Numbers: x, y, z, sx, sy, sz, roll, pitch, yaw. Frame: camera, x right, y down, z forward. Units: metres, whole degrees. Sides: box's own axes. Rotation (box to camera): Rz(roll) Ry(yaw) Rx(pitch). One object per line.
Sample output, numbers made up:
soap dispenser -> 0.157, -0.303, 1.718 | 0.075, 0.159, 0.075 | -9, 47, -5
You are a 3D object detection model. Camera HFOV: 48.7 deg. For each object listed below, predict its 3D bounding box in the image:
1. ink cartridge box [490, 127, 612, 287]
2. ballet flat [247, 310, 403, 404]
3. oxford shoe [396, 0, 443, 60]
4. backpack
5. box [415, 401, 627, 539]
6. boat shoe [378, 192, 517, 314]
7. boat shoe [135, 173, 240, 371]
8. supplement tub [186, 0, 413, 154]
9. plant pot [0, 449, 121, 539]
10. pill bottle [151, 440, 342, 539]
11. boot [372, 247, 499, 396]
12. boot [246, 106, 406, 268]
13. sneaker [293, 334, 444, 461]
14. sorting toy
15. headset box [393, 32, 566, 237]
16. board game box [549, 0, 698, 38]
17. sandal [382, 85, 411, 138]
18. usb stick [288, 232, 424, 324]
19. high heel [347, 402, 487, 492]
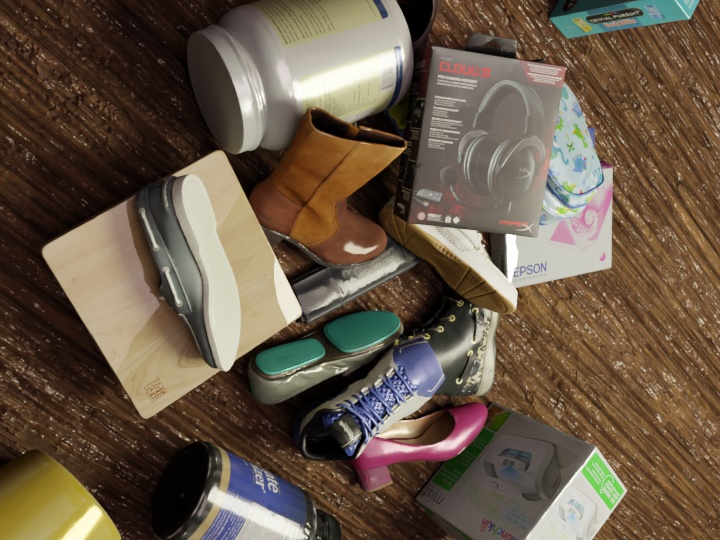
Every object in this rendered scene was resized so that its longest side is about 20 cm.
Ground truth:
ink cartridge box -> 0.262, -0.088, 1.086 | 0.195, 0.043, 0.202 | -10, 104, -28
ballet flat -> -0.041, 0.102, 0.938 | 0.199, 0.067, 0.064 | -18, 134, -26
oxford shoe -> 0.067, -0.314, 0.898 | 0.071, 0.073, 0.202 | 16, 71, -11
backpack -> 0.206, -0.152, 0.967 | 0.163, 0.153, 0.202 | -22, 107, -49
box -> 0.200, 0.288, 1.017 | 0.177, 0.200, 0.097 | -46, 116, -15
boat shoe -> 0.117, -0.029, 0.949 | 0.200, 0.071, 0.069 | 40, 64, -8
boat shoe -> -0.166, 0.006, 0.775 | 0.061, 0.073, 0.202 | -5, 113, 15
supplement tub -> -0.062, -0.210, 0.819 | 0.199, 0.145, 0.146 | -25, 109, -24
plant pot -> -0.332, 0.274, 0.723 | 0.189, 0.200, 0.202 | -44, 117, -34
pill bottle -> -0.120, 0.278, 0.882 | 0.200, 0.112, 0.112 | 35, 80, -30
boot -> 0.093, 0.068, 0.996 | 0.153, 0.073, 0.205 | -6, 99, -26
boot -> -0.012, -0.087, 0.841 | 0.187, 0.200, 0.069 | 19, 53, -24
sneaker -> 0.009, 0.160, 0.896 | 0.199, 0.115, 0.081 | -33, 93, 3
sorting toy -> -0.193, 0.009, 0.822 | 0.199, 0.069, 0.200 | -33, 112, -21
headset box -> 0.125, -0.146, 0.848 | 0.148, 0.077, 0.202 | 6, 102, -12
board game box -> 0.350, -0.377, 0.998 | 0.047, 0.200, 0.152 | 34, 81, -29
sandal -> 0.068, -0.165, 0.941 | 0.079, 0.087, 0.201 | -25, 88, -18
usb stick -> 0.000, 0.000, 0.954 | 0.199, 0.033, 0.056 | -28, 101, -23
high heel -> 0.073, 0.197, 1.002 | 0.199, 0.067, 0.097 | -28, 121, -20
